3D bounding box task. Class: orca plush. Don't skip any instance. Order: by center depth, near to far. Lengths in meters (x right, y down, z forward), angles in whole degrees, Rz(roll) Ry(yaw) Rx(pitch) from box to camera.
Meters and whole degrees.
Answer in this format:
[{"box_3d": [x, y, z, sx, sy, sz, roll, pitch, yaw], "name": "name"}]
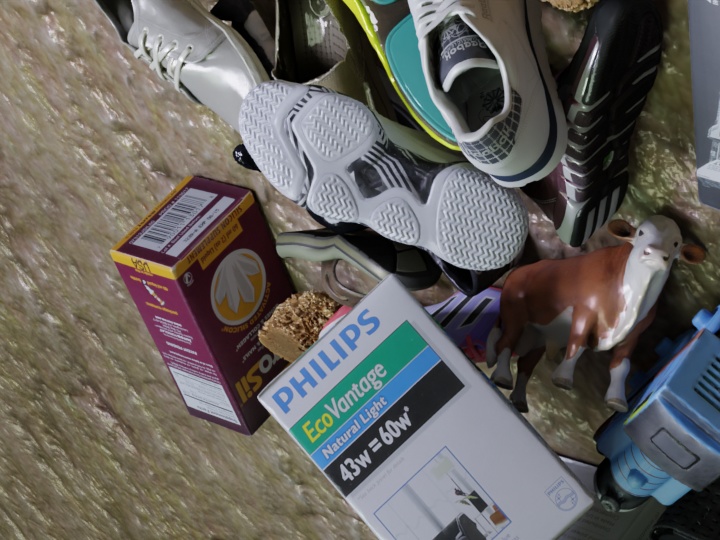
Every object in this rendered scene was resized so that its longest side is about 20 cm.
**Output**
[{"box_3d": [-0.065, -0.105, 1.215, 0.201, 0.071, 0.105, 60, 176, -26], "name": "orca plush"}]

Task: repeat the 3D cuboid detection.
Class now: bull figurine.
[{"box_3d": [0.153, 0.031, 1.120, 0.065, 0.123, 0.200, 27, 162, -19], "name": "bull figurine"}]

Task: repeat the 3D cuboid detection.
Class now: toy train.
[{"box_3d": [0.218, 0.100, 1.110, 0.087, 0.114, 0.200, 41, 150, 6], "name": "toy train"}]

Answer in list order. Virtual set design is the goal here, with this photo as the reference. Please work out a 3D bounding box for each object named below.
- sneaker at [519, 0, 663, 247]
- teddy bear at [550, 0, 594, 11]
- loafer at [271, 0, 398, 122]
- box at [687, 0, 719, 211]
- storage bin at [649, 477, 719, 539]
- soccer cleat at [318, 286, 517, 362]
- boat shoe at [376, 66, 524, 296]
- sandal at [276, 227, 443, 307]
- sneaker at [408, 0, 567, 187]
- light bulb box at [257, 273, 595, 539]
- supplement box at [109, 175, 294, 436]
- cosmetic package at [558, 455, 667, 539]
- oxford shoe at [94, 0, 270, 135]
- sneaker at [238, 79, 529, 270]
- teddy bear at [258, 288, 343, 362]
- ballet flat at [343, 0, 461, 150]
[{"box_3d": [0.115, -0.110, 1.023, 0.115, 0.075, 0.201, 39, 147, 25], "name": "sneaker"}, {"box_3d": [0.087, -0.242, 0.898, 0.200, 0.067, 0.145, 45, 141, 10], "name": "teddy bear"}, {"box_3d": [-0.025, -0.125, 1.118, 0.075, 0.067, 0.202, -5, 107, 31], "name": "loafer"}, {"box_3d": [0.256, -0.100, 0.881, 0.157, 0.050, 0.201, 24, 144, 33], "name": "box"}, {"box_3d": [0.299, 0.239, 1.205, 0.134, 0.094, 0.201, 21, 142, 35], "name": "storage bin"}, {"box_3d": [0.051, 0.056, 1.275, 0.198, 0.077, 0.067, -3, 127, 35], "name": "soccer cleat"}, {"box_3d": [0.033, -0.063, 1.184, 0.200, 0.066, 0.070, 50, 150, -9], "name": "boat shoe"}, {"box_3d": [0.000, 0.000, 1.274, 0.200, 0.079, 0.058, 11, 100, 62], "name": "sandal"}, {"box_3d": [0.062, -0.148, 0.958, 0.076, 0.080, 0.202, -31, 64, 25], "name": "sneaker"}, {"box_3d": [0.051, 0.127, 1.133, 0.200, 0.125, 0.198, 48, 179, 11], "name": "light bulb box"}, {"box_3d": [-0.125, 0.033, 1.453, 0.085, 0.110, 0.201, 15, 139, 40], "name": "supplement box"}, {"box_3d": [0.160, 0.280, 1.353, 0.166, 0.166, 0.201, 14, 138, 42], "name": "cosmetic package"}, {"box_3d": [-0.127, -0.156, 1.166, 0.200, 0.057, 0.076, 48, 145, 21], "name": "oxford shoe"}, {"box_3d": [0.016, -0.066, 1.073, 0.198, 0.076, 0.115, 25, -170, -1], "name": "sneaker"}, {"box_3d": [0.009, 0.088, 1.418, 0.199, 0.067, 0.145, 33, 154, 6], "name": "teddy bear"}, {"box_3d": [0.030, -0.163, 1.054, 0.201, 0.066, 0.067, 57, -178, 7], "name": "ballet flat"}]
